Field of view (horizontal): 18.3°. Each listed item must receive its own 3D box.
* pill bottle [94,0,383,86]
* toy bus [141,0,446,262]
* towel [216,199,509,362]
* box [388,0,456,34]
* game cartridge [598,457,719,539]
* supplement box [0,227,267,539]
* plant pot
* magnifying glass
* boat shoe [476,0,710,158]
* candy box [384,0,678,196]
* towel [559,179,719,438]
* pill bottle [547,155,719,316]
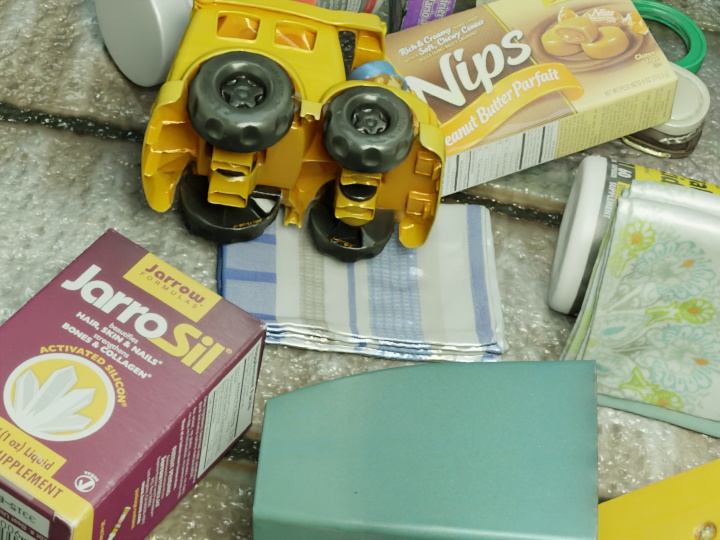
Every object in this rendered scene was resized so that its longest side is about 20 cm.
[{"bbox_3d":[-0.088,-0.212,1.649,0.199,0.114,0.114,-23,57,-30],"label":"pill bottle"},{"bbox_3d":[-0.036,-0.121,1.523,0.199,0.136,0.193,10,54,-1],"label":"toy bus"},{"bbox_3d":[0.000,0.000,1.538,0.199,0.024,0.147,5,47,-8],"label":"towel"},{"bbox_3d":[0.052,-0.258,1.707,0.039,0.137,0.201,7,48,-6],"label":"box"},{"bbox_3d":[0.216,0.201,1.326,0.176,0.032,0.201,-24,43,25],"label":"game cartridge"},{"bbox_3d":[-0.166,0.091,1.364,0.130,0.104,0.200,30,48,16],"label":"supplement box"},{"bbox_3d":[0.037,0.143,1.340,0.199,0.142,0.142,4,47,1],"label":"plant pot"},{"bbox_3d":[0.178,-0.204,1.766,0.199,0.022,0.080,27,48,10],"label":"magnifying glass"},{"bbox_3d":[0.171,-0.150,1.688,0.199,0.060,0.072,31,65,17],"label":"boat shoe"},{"bbox_3d":[0.113,-0.136,1.609,0.199,0.055,0.116,-19,58,-12],"label":"candy box"},{"bbox_3d":[0.241,0.034,1.459,0.199,0.172,0.048,13,40,0],"label":"towel"},{"bbox_3d":[0.236,-0.004,1.533,0.199,0.112,0.112,14,47,0],"label":"pill bottle"}]
